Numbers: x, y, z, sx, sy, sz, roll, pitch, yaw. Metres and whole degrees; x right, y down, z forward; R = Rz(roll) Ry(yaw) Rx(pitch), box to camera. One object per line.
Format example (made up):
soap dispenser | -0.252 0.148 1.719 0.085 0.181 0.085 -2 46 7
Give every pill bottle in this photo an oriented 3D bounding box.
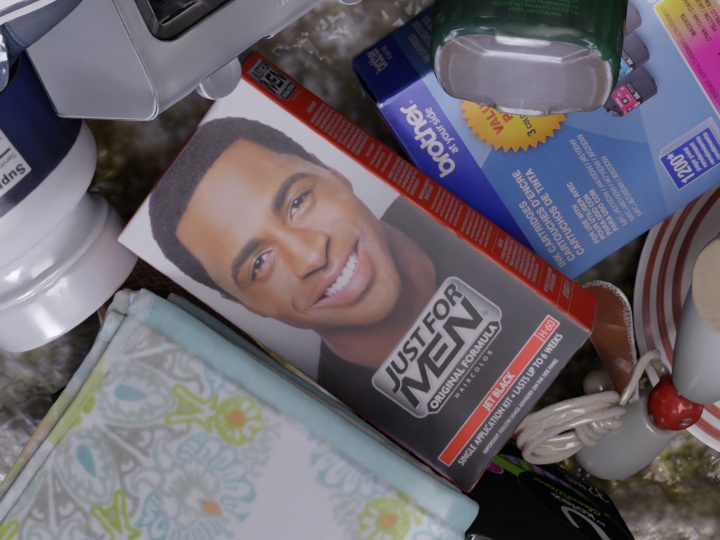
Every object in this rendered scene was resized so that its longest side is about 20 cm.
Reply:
pill bottle | -0.190 -0.062 1.256 0.111 0.111 0.200 -35 113 3

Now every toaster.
toaster | -0.080 -0.186 1.197 0.181 0.119 0.200 -37 118 -25

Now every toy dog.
toy dog | 0.160 0.017 1.324 0.200 0.096 0.132 -30 152 25

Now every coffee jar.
coffee jar | 0.083 -0.177 1.226 0.085 0.104 0.200 6 75 5

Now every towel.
towel | -0.070 0.122 1.239 0.200 0.048 0.171 33 91 20

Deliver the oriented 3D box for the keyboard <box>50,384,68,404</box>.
keyboard | -0.099 0.143 1.339 0.127 0.021 0.200 -31 103 -43

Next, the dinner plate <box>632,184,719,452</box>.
dinner plate | 0.234 0.007 1.408 0.200 0.024 0.200 -4 112 -9

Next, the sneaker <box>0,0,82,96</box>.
sneaker | -0.183 -0.077 1.141 0.200 0.078 0.079 -19 112 26

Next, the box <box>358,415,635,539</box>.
box | 0.057 0.165 1.338 0.148 0.200 0.124 30 102 -19

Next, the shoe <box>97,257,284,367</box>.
shoe | -0.059 0.074 1.309 0.070 0.053 0.200 -29 72 -21

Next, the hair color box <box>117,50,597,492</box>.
hair color box | 0.000 0.000 1.267 0.200 0.061 0.102 35 106 -2

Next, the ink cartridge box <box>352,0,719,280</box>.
ink cartridge box | 0.090 -0.075 1.325 0.200 0.076 0.137 -33 112 4
